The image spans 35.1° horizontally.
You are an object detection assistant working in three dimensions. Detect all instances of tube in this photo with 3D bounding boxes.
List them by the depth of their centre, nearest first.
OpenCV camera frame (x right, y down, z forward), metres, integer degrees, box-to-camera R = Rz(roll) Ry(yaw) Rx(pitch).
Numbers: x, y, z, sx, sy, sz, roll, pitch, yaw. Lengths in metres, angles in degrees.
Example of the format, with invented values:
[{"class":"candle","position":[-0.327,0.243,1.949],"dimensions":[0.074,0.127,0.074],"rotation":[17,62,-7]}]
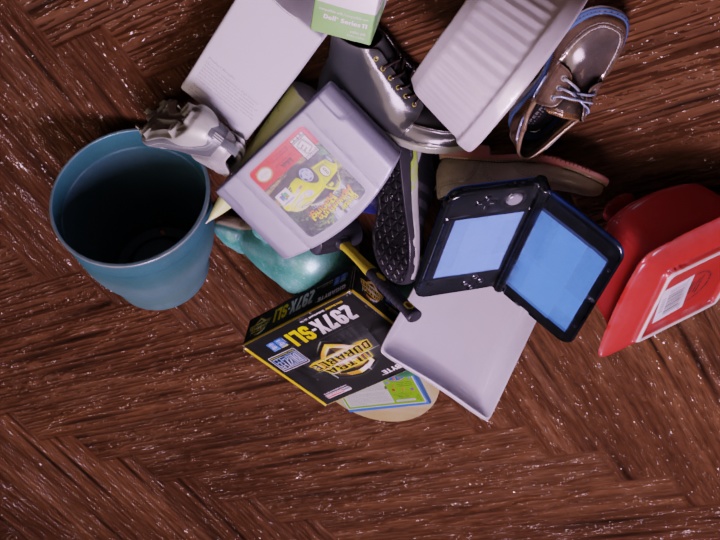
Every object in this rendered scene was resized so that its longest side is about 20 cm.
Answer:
[{"class":"tube","position":[-0.118,-0.136,1.361],"dimensions":[0.058,0.052,0.200],"rotation":[15,126,-42]}]

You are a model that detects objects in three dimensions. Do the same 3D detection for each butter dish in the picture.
[{"class":"butter dish","position":[0.336,-0.028,1.305],"dimensions":[0.148,0.199,0.200],"rotation":[54,154,29]}]

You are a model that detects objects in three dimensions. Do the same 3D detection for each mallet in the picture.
[{"class":"mallet","position":[0.000,0.000,1.328],"dimensions":[0.066,0.200,0.041],"rotation":[-10,129,-23]}]

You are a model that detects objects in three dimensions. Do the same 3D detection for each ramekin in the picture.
[{"class":"ramekin","position":[0.133,-0.226,1.125],"dimensions":[0.094,0.203,0.202],"rotation":[37,137,-2]}]

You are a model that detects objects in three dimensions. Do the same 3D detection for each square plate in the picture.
[{"class":"square plate","position":[0.131,0.057,1.423],"dimensions":[0.198,0.200,0.028],"rotation":[34,166,-30]}]

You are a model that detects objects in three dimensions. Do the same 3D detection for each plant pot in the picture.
[{"class":"plant pot","position":[-0.275,-0.046,1.468],"dimensions":[0.199,0.201,0.188],"rotation":[10,152,10]}]

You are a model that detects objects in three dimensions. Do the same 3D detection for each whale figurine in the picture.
[{"class":"whale figurine","position":[-0.101,-0.021,1.477],"dimensions":[0.199,0.104,0.159],"rotation":[8,167,27]}]

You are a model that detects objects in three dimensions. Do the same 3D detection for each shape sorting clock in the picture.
[{"class":"shape sorting clock","position":[0.021,0.146,1.671],"dimensions":[0.199,0.039,0.200],"rotation":[11,135,12]}]

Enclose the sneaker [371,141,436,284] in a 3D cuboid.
[{"class":"sneaker","position":[0.066,-0.080,1.348],"dimensions":[0.072,0.083,0.201],"rotation":[24,122,45]}]

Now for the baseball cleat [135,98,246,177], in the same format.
[{"class":"baseball cleat","position":[-0.199,-0.152,1.351],"dimensions":[0.106,0.070,0.200],"rotation":[41,173,-24]}]

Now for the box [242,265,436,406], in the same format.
[{"class":"box","position":[-0.026,0.088,1.454],"dimensions":[0.200,0.049,0.160],"rotation":[-27,126,36]}]

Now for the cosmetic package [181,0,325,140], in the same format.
[{"class":"cosmetic package","position":[-0.110,-0.244,1.257],"dimensions":[0.102,0.074,0.200],"rotation":[39,138,-8]}]

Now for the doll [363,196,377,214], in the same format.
[{"class":"doll","position":[-0.058,-0.115,1.414],"dimensions":[0.199,0.049,0.137],"rotation":[10,139,18]}]

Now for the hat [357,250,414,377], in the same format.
[{"class":"hat","position":[0.082,0.047,1.561],"dimensions":[0.165,0.176,0.201],"rotation":[27,119,25]}]

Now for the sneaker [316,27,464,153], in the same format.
[{"class":"sneaker","position":[0.049,-0.202,1.262],"dimensions":[0.199,0.075,0.106],"rotation":[16,138,4]}]

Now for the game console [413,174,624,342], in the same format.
[{"class":"game console","position":[0.171,0.000,1.281],"dimensions":[0.170,0.119,0.200],"rotation":[-9,147,-17]}]

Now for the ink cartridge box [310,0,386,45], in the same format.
[{"class":"ink cartridge box","position":[0.008,-0.336,1.100],"dimensions":[0.067,0.117,0.200],"rotation":[16,139,2]}]

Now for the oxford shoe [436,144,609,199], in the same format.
[{"class":"oxford shoe","position":[0.183,-0.099,1.311],"dimensions":[0.199,0.074,0.071],"rotation":[10,179,20]}]

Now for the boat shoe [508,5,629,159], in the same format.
[{"class":"boat shoe","position":[0.223,-0.191,1.208],"dimensions":[0.072,0.073,0.200],"rotation":[16,142,-12]}]

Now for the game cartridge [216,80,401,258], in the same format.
[{"class":"game cartridge","position":[-0.056,-0.105,1.300],"dimensions":[0.133,0.041,0.200],"rotation":[42,119,-15]}]
